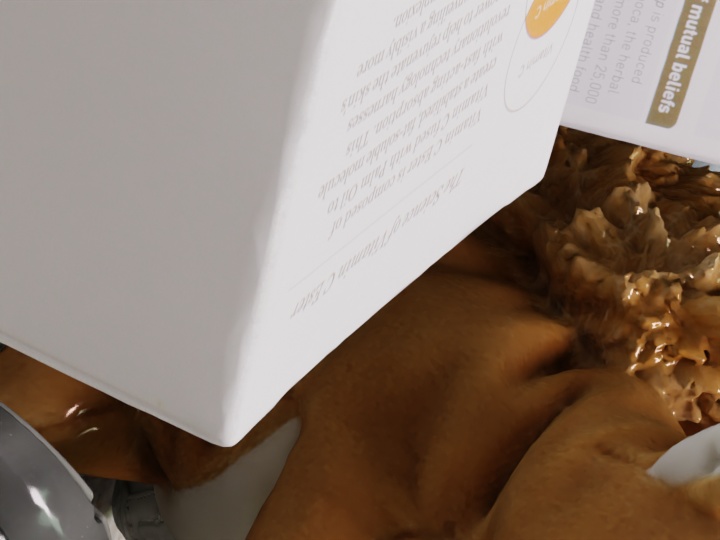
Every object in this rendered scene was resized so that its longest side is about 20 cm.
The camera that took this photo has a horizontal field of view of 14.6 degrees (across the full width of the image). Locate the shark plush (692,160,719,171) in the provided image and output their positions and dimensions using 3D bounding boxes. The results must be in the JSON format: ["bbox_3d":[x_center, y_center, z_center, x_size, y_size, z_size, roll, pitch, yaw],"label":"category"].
[{"bbox_3d":[0.070,-0.056,0.758,0.083,0.091,0.200,-12,129,-19],"label":"shark plush"}]

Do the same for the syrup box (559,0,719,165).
[{"bbox_3d":[0.107,-0.069,0.661,0.079,0.200,0.082,-83,-172,-65],"label":"syrup box"}]

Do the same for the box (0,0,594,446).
[{"bbox_3d":[-0.015,-0.096,0.531,0.152,0.106,0.200,-39,149,-56],"label":"box"}]

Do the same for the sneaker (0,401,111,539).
[{"bbox_3d":[-0.096,0.104,0.657,0.079,0.075,0.200,-45,147,-25],"label":"sneaker"}]

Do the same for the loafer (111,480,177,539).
[{"bbox_3d":[0.000,0.000,0.777,0.200,0.070,0.070,-51,120,-16],"label":"loafer"}]

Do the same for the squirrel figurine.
[{"bbox_3d":[0.049,0.038,0.656,0.200,0.187,0.142,-44,123,-24],"label":"squirrel figurine"}]
